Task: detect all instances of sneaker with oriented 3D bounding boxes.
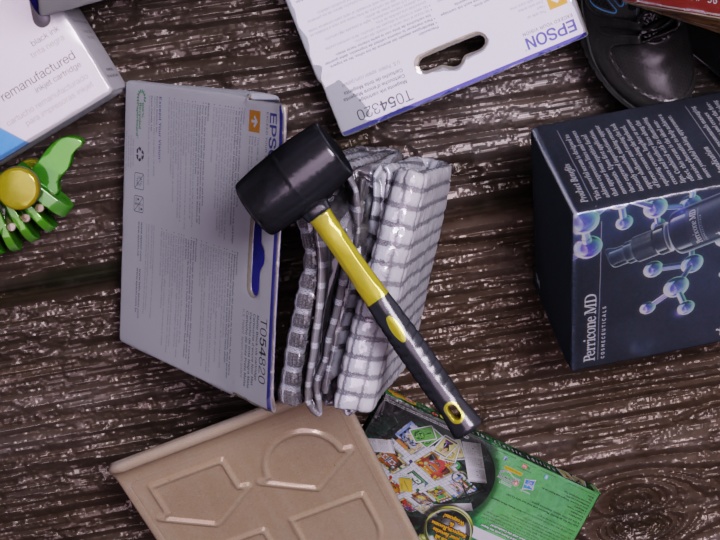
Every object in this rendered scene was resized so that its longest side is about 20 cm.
[{"bbox_3d":[0.190,-0.201,0.790,0.073,0.082,0.201,-25,101,-7],"label":"sneaker"}]

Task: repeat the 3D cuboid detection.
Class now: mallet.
[{"bbox_3d":[-0.002,0.016,0.657,0.065,0.041,0.201,-28,91,9],"label":"mallet"}]

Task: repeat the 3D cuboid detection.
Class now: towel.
[{"bbox_3d":[0.000,0.000,0.775,0.085,0.200,0.167,14,101,9],"label":"towel"}]

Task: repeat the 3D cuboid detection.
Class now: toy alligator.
[{"bbox_3d":[-0.277,-0.029,0.816,0.199,0.059,0.055,-30,103,2],"label":"toy alligator"}]

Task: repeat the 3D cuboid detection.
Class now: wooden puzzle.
[{"bbox_3d":[-0.066,0.178,0.861,0.184,0.046,0.201,-21,122,9],"label":"wooden puzzle"}]

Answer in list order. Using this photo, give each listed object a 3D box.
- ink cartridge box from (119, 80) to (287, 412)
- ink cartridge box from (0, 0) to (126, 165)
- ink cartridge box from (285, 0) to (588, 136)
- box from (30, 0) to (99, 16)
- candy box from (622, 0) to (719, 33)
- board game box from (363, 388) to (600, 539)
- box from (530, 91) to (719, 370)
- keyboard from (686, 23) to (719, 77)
[{"bbox_3d":[-0.100,-0.024,0.772,0.040,0.199,0.202,-6,105,-40],"label":"ink cartridge box"},{"bbox_3d":[-0.278,-0.175,0.773,0.144,0.084,0.201,-31,101,1],"label":"ink cartridge box"},{"bbox_3d":[0.038,-0.226,0.805,0.195,0.043,0.201,-21,104,6],"label":"ink cartridge box"},{"bbox_3d":[-0.154,-0.289,0.701,0.183,0.105,0.201,-22,85,-19],"label":"box"},{"bbox_3d":[0.281,-0.178,0.747,0.199,0.115,0.056,3,106,-42],"label":"candy box"},{"bbox_3d":[0.084,0.181,0.909,0.199,0.023,0.105,26,97,-10],"label":"board game box"},{"bbox_3d":[0.231,-0.033,0.809,0.198,0.108,0.149,-11,130,-2],"label":"box"},{"bbox_3d":[0.210,-0.207,0.844,0.199,0.021,0.128,35,91,-10],"label":"keyboard"}]
